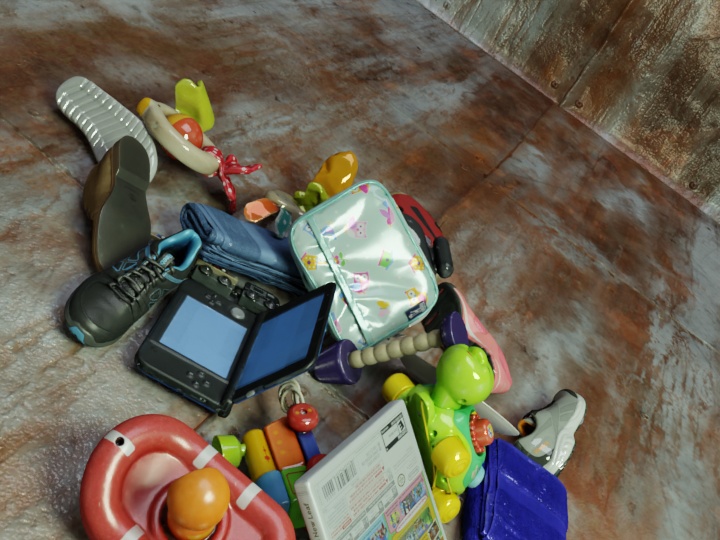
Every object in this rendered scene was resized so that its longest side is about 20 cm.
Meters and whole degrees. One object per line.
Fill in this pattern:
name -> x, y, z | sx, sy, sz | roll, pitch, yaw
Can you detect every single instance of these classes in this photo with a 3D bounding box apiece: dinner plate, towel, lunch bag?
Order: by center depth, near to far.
towel -> 0.193, 0.296, 1.030 | 0.146, 0.050, 0.201 | 31, 29, -4
dinner plate -> 0.117, 0.159, 1.101 | 0.199, 0.024, 0.200 | 37, -7, 5
lunch bag -> 0.000, 0.000, 1.108 | 0.203, 0.158, 0.077 | 62, -12, -2
towel -> -0.144, -0.025, 1.137 | 0.198, 0.049, 0.112 | 21, 19, -41

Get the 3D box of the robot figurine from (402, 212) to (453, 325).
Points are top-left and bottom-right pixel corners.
robot figurine -> 0.045, -0.008, 1.252 | 0.124, 0.150, 0.202 | 32, 28, -27

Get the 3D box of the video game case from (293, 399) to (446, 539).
video game case -> 0.019, 0.251, 0.845 | 0.199, 0.022, 0.186 | -27, 100, -58

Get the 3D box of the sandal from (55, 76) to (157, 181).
sandal -> -0.348, -0.193, 1.200 | 0.204, 0.082, 0.050 | 51, -10, 15

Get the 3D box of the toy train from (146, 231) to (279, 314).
toy train -> -0.190, 0.006, 1.087 | 0.197, 0.034, 0.046 | 29, 25, -11

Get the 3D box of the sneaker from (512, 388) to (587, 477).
sneaker -> 0.266, 0.216, 1.204 | 0.078, 0.075, 0.200 | 32, 28, 9

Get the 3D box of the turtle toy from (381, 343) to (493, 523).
turtle toy -> 0.096, 0.173, 0.968 | 0.099, 0.203, 0.146 | -15, 42, -27

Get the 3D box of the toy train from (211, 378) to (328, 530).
toy train -> -0.103, 0.179, 0.886 | 0.113, 0.086, 0.201 | -3, 38, -23

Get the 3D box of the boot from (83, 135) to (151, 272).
boot -> -0.308, -0.068, 1.058 | 0.073, 0.074, 0.204 | 39, 37, -44

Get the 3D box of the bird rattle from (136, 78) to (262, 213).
bird rattle -> -0.245, -0.177, 1.231 | 0.202, 0.112, 0.162 | 58, 19, 20

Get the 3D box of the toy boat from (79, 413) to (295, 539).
toy boat -> -0.142, 0.202, 0.717 | 0.199, 0.132, 0.131 | 38, 52, 8

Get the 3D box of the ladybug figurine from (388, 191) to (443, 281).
ladybug figurine -> 0.083, -0.062, 1.430 | 0.134, 0.073, 0.201 | 3, 41, -44

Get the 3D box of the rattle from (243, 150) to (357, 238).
rattle -> -0.074, -0.115, 1.239 | 0.131, 0.143, 0.199 | 54, 14, 25

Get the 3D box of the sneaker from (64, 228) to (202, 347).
sneaker -> -0.251, 0.010, 0.952 | 0.073, 0.082, 0.200 | 47, 34, -7

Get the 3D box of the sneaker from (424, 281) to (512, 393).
sneaker -> 0.162, 0.107, 1.282 | 0.086, 0.074, 0.202 | 23, 32, -45

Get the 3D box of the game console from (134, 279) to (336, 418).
game console -> -0.134, 0.057, 0.967 | 0.168, 0.119, 0.201 | 30, 24, -8

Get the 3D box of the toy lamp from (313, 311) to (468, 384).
toy lamp -> 0.032, 0.098, 1.025 | 0.058, 0.196, 0.060 | 36, 47, -51
